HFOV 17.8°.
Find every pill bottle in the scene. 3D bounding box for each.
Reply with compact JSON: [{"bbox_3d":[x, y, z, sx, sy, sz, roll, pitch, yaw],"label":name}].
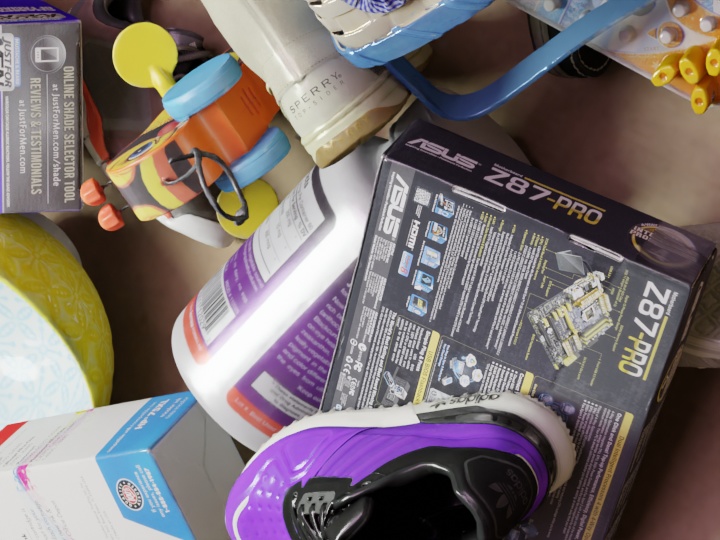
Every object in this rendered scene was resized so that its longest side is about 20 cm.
[{"bbox_3d":[0.000,0.000,1.221,0.200,0.111,0.112,-46,60,24],"label":"pill bottle"}]

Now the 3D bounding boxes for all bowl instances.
[{"bbox_3d":[-0.225,0.022,1.379,0.199,0.201,0.108,-12,34,36],"label":"bowl"}]

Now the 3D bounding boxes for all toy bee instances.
[{"bbox_3d":[-0.102,-0.073,1.259,0.108,0.200,0.132,-25,88,23],"label":"toy bee"}]

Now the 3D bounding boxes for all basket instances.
[{"bbox_3d":[0.047,-0.162,1.064,0.176,0.200,0.140,-34,43,29],"label":"basket"}]

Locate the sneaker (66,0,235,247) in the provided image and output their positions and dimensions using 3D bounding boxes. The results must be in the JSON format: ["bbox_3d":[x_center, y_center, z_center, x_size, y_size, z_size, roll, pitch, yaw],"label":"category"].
[{"bbox_3d":[-0.120,-0.102,1.353,0.082,0.077,0.200,-45,60,17],"label":"sneaker"}]

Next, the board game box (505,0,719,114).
[{"bbox_3d":[0.125,-0.202,1.099,0.199,0.026,0.201,29,120,7],"label":"board game box"}]

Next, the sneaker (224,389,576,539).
[{"bbox_3d":[-0.001,0.115,1.102,0.199,0.100,0.070,-18,108,36],"label":"sneaker"}]

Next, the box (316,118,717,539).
[{"bbox_3d":[0.068,0.045,1.119,0.160,0.049,0.201,24,126,15],"label":"box"}]

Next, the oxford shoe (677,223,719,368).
[{"bbox_3d":[0.152,0.020,1.141,0.199,0.058,0.076,0,52,25],"label":"oxford shoe"}]

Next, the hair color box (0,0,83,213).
[{"bbox_3d":[-0.216,-0.106,1.363,0.200,0.064,0.110,-150,59,-65],"label":"hair color box"}]

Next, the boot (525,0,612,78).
[{"bbox_3d":[0.171,-0.183,1.140,0.153,0.073,0.205,19,99,33],"label":"boot"}]

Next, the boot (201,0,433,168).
[{"bbox_3d":[-0.037,-0.144,1.185,0.072,0.200,0.155,-36,100,14],"label":"boot"}]

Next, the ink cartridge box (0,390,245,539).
[{"bbox_3d":[-0.154,0.144,1.316,0.199,0.067,0.117,-11,113,36],"label":"ink cartridge box"}]
